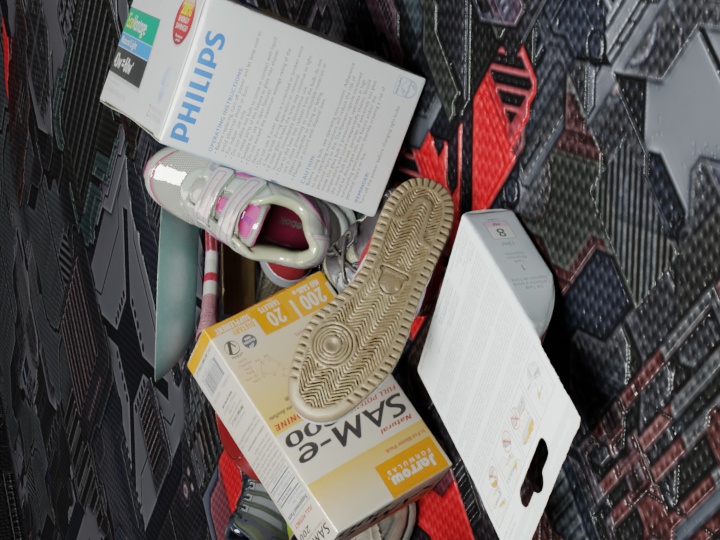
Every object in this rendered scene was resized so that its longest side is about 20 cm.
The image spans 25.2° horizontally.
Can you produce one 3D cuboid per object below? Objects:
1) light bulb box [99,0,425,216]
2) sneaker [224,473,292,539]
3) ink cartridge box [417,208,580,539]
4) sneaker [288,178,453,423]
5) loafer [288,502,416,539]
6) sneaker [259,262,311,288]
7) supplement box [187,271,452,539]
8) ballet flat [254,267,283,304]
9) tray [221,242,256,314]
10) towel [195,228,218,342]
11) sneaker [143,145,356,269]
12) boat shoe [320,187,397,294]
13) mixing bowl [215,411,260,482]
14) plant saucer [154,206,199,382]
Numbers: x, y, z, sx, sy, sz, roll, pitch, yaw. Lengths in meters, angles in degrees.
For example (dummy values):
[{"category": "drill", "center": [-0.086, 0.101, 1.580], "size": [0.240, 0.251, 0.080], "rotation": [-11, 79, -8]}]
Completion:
[{"category": "light bulb box", "center": [-0.086, -0.150, 1.331], "size": [0.198, 0.198, 0.126], "rotation": [34, 105, 63]}, {"category": "sneaker", "center": [-0.104, 0.245, 1.660], "size": [0.074, 0.080, 0.201], "rotation": [110, 147, -46]}, {"category": "ink cartridge box", "center": [0.109, 0.082, 1.137], "size": [0.201, 0.057, 0.164], "rotation": [59, 147, 40]}, {"category": "sneaker", "center": [0.009, 0.035, 1.219], "size": [0.201, 0.071, 0.113], "rotation": [-59, -6, -16]}, {"category": "loafer", "center": [-0.009, 0.231, 1.442], "size": [0.200, 0.062, 0.073], "rotation": [132, 130, -62]}, {"category": "sneaker", "center": [-0.080, -0.095, 1.535], "size": [0.113, 0.071, 0.202], "rotation": [126, 127, -64]}, {"category": "supplement box", "center": [-0.035, 0.117, 1.319], "size": [0.201, 0.125, 0.074], "rotation": [55, 148, 15]}, {"category": "ballet flat", "center": [-0.086, 0.058, 1.632], "size": [0.067, 0.046, 0.202], "rotation": [-62, -19, -71]}, {"category": "tray", "center": [-0.127, -0.061, 1.671], "size": [0.099, 0.037, 0.202], "rotation": [-132, 43, -81]}, {"category": "towel", "center": [-0.146, -0.013, 1.548], "size": [0.144, 0.022, 0.202], "rotation": [104, 166, -69]}, {"category": "sneaker", "center": [-0.102, -0.059, 1.424], "size": [0.088, 0.198, 0.082], "rotation": [-47, -25, -75]}, {"category": "boat shoe", "center": [0.000, 0.000, 1.362], "size": [0.200, 0.064, 0.073], "rotation": [120, 141, -54]}, {"category": "mixing bowl", "center": [-0.074, 0.126, 1.523], "size": [0.200, 0.107, 0.203], "rotation": [174, 90, -68]}, {"category": "plant saucer", "center": [-0.177, 0.008, 1.562], "size": [0.201, 0.038, 0.203], "rotation": [-177, 90, -85]}]
